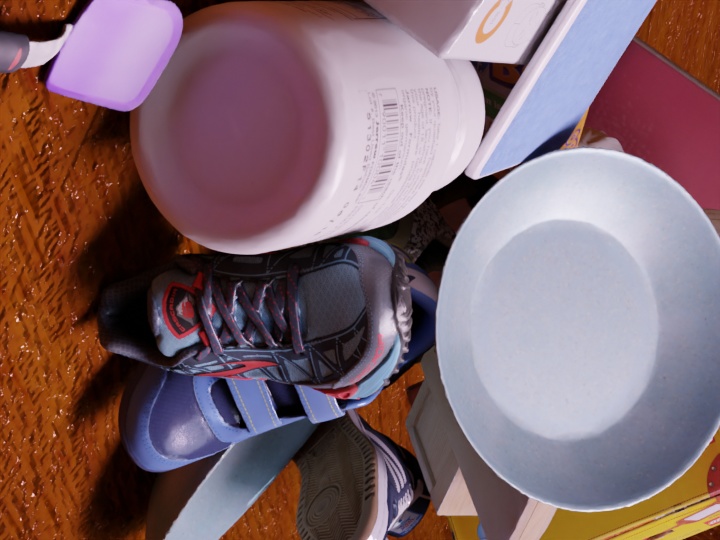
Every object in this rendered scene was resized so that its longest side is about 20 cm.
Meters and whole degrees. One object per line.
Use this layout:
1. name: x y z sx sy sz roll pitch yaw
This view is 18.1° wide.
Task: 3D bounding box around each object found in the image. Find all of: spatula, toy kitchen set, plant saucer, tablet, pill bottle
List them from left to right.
1. spatula: -0.133 -0.091 0.917 0.057 0.021 0.200 -56 162 17
2. plant saucer: -0.075 0.103 1.391 0.201 0.039 0.201 -48 169 -13
3. pill bottle: -0.017 -0.074 1.102 0.115 0.114 0.200 -58 162 19
4. plant saucer: 0.122 0.033 1.267 0.201 0.201 0.039 -46 -163 -19
5. tablet: 0.130 -0.138 1.200 0.200 0.014 0.130 -58 163 24
6. toy kitchen set: 0.152 0.086 1.378 0.179 0.164 0.201 3 133 -22

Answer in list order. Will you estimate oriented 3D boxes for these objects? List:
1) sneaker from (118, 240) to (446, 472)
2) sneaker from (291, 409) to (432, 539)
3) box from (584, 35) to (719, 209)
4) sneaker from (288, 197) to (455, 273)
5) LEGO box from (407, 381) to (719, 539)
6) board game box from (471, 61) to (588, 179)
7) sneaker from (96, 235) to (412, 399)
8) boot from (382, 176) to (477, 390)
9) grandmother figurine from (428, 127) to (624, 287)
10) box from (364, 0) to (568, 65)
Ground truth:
1. sneaker: -0.041 0.049 1.240 0.199 0.082 0.074 -31 117 -15
2. sneaker: 0.011 0.157 1.490 0.070 0.108 0.200 -42 -157 9
3. box: 0.205 -0.076 1.538 0.109 0.200 0.128 -54 163 5
4. sneaker: 0.000 0.000 1.339 0.200 0.088 0.077 -35 156 -44
5. LEGO box: 0.149 0.115 1.488 0.199 0.150 0.077 -24 159 17
6. board game box: 0.093 -0.123 1.327 0.030 0.095 0.200 -41 160 -30
7. sneaker: -0.058 0.027 1.119 0.095 0.080 0.199 0 174 -41
8. boot: 0.053 0.008 1.523 0.097 0.075 0.200 -43 163 -37
9. grandmother figurine: 0.080 -0.028 1.443 0.199 0.122 0.061 -33 -179 3
10. box: 0.073 -0.182 1.151 0.125 0.097 0.200 -57 163 15
